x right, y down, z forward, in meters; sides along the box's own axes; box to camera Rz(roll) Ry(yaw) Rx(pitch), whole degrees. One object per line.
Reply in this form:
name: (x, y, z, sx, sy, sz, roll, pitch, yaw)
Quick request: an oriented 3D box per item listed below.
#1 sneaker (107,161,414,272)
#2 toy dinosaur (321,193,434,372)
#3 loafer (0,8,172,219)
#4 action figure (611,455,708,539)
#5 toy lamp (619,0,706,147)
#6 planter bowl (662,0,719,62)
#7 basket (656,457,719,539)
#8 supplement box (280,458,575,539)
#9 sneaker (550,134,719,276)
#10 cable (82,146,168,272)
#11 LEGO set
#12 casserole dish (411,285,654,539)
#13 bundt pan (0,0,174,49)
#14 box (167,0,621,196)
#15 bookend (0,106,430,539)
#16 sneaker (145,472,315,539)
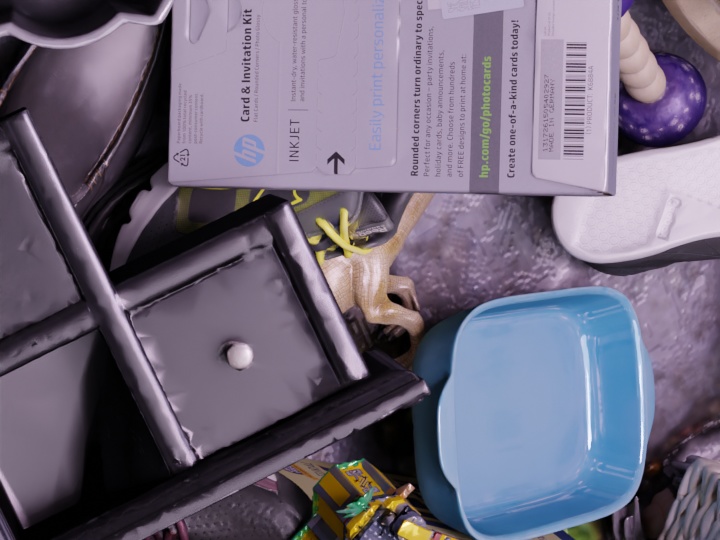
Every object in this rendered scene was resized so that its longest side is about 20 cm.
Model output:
sneaker: (-0.032, -0.032, 1.244, 0.200, 0.085, 0.074, -44, 146, -2)
toy dinosaur: (0.000, 0.000, 1.317, 0.200, 0.058, 0.101, -36, 119, -13)
loafer: (-0.142, -0.052, 1.206, 0.073, 0.072, 0.201, 27, 92, -7)
action figure: (0.216, 0.148, 1.477, 0.199, 0.069, 0.131, -23, 125, -15)
toy lamp: (0.122, -0.118, 1.286, 0.058, 0.058, 0.200, -54, 152, -2)
planter bowl: (0.222, -0.166, 1.279, 0.135, 0.200, 0.200, -51, 123, -16)
basket: (0.252, 0.187, 1.401, 0.199, 0.123, 0.136, 13, 106, -26)
supplement box: (0.004, 0.215, 1.348, 0.199, 0.134, 0.201, 13, 101, -31)
sneaker: (0.192, -0.039, 1.363, 0.199, 0.099, 0.071, -7, 90, -1)
cable: (-0.064, -0.081, 1.279, 0.097, 0.050, 0.200, 22, 109, -48)
LEGO set: (0.028, 0.192, 1.191, 0.154, 0.116, 0.200, -41, 128, -5)
casserole dish: (0.084, 0.071, 1.355, 0.200, 0.039, 0.122, -7, 95, -54)
bundt pan: (-0.136, -0.195, 1.143, 0.201, 0.076, 0.203, -1, 94, -8)
box: (0.016, -0.112, 1.188, 0.199, 0.041, 0.157, 1, 89, 11)
bookend: (-0.105, 0.005, 1.133, 0.199, 0.092, 0.199, -25, 97, -6)
sneaker: (-0.123, 0.141, 1.212, 0.116, 0.199, 0.076, -60, 145, -53)
